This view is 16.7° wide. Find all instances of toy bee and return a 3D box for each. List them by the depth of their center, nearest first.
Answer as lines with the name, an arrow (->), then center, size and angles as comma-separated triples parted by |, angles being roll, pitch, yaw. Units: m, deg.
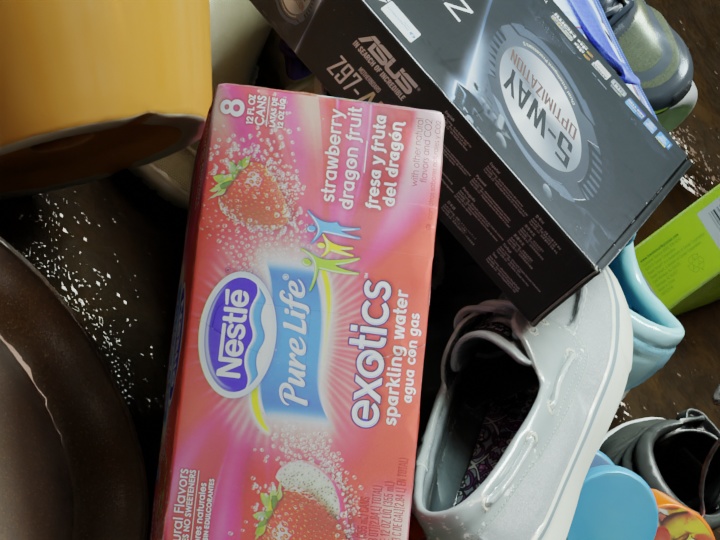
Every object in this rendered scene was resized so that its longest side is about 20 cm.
toy bee -> 0.120, 0.133, 1.118 | 0.131, 0.199, 0.109 | -62, 133, -75

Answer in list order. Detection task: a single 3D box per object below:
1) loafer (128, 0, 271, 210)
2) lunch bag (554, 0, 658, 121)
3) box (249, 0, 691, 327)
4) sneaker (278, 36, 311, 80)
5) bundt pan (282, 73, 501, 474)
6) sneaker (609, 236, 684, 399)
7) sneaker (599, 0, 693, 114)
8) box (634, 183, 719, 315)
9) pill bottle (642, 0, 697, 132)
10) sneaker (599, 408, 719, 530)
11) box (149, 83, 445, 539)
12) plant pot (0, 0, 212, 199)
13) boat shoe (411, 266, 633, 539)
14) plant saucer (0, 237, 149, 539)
loafer -> -0.079, -0.114, 1.175 | 0.075, 0.068, 0.201 | 33, 36, -31
lunch bag -> 0.068, -0.091, 1.268 | 0.075, 0.160, 0.201 | 3, 56, -53
box -> 0.051, -0.087, 1.110 | 0.200, 0.043, 0.160 | 49, 30, 0
sneaker -> -0.028, -0.146, 1.253 | 0.080, 0.084, 0.200 | 13, 24, -37
bundt pan -> 0.000, 0.000, 1.130 | 0.202, 0.075, 0.203 | 32, 51, -51
sneaker -> 0.110, -0.028, 1.343 | 0.201, 0.082, 0.074 | 57, 29, 4
sneaker -> 0.102, -0.162, 1.340 | 0.200, 0.074, 0.081 | 42, -12, 7
box -> 0.242, -0.027, 1.489 | 0.048, 0.122, 0.200 | 58, 30, 11
pill bottle -> 0.104, -0.156, 1.437 | 0.109, 0.109, 0.201 | -13, 71, -58
sneaker -> 0.161, 0.108, 1.260 | 0.071, 0.099, 0.200 | 53, 29, 2
box -> -0.027, 0.039, 0.960 | 0.095, 0.100, 0.202 | 7, 76, -7
plant pot -> -0.141, -0.133, 1.007 | 0.200, 0.199, 0.185 | -5, 79, -56
boat shoe -> 0.069, 0.051, 1.078 | 0.072, 0.070, 0.202 | 59, 36, -36
plant saucer -> -0.163, 0.056, 0.920 | 0.200, 0.032, 0.201 | 35, 36, -30
